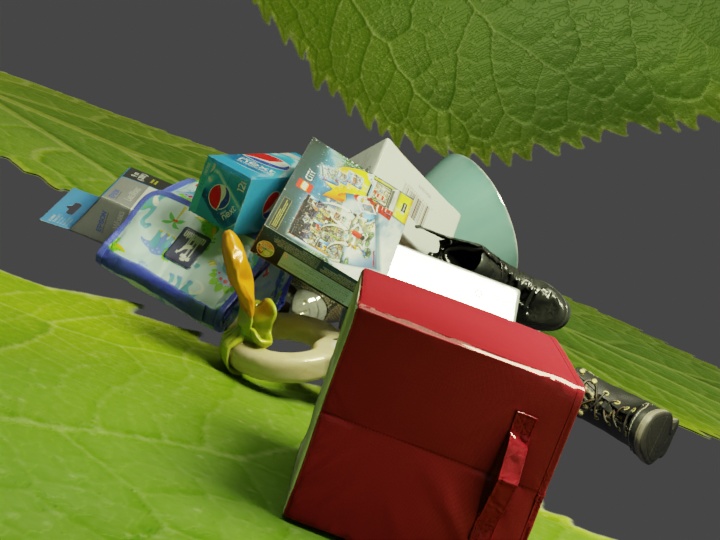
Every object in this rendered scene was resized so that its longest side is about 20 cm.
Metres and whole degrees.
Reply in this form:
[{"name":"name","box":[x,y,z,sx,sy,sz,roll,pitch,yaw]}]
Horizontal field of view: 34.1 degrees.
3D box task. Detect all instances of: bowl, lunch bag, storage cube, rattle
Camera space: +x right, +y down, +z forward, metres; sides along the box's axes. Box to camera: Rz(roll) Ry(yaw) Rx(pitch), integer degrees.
[{"name":"bowl","box":[0.120,-0.048,1.631,0.104,0.204,0.200,-25,29,-20]},{"name":"lunch bag","box":[-0.180,-0.011,1.332,0.168,0.129,0.200,26,27,14]},{"name":"storage cube","box":[0.053,0.119,0.923,0.177,0.174,0.200,20,9,-2]},{"name":"rattle","box":[-0.038,0.041,1.166,0.196,0.146,0.130,6,4,10]}]

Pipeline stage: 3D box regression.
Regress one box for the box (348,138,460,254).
[{"name":"box","box":[0.002,-0.052,1.523,0.198,0.107,0.152,-23,-57,42]}]

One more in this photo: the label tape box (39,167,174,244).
[{"name":"label tape box","box":[-0.295,-0.077,1.523,0.197,0.064,0.145,22,20,-3]}]

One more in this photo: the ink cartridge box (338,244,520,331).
[{"name":"ink cartridge box","box":[0.070,0.082,1.287,0.193,0.203,0.043,21,-27,-12]}]

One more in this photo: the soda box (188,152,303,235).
[{"name":"soda box","box":[-0.107,-0.090,1.328,0.064,0.069,0.199,28,17,20]}]

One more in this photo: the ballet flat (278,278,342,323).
[{"name":"ballet flat","box":[-0.103,0.034,1.457,0.197,0.069,0.076,17,30,4]}]

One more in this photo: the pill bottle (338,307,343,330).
[{"name":"pill bottle","box":[0.079,0.082,1.394,0.197,0.117,0.116,18,9,-29]}]

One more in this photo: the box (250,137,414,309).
[{"name":"box","box":[-0.025,-0.050,1.240,0.135,0.038,0.201,30,34,-5]}]

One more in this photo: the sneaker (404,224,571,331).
[{"name":"sneaker","box":[0.152,0.010,1.389,0.198,0.061,0.104,31,3,21]}]

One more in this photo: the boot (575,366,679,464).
[{"name":"boot","box":[0.335,0.187,1.544,0.149,0.074,0.199,27,6,24]}]
